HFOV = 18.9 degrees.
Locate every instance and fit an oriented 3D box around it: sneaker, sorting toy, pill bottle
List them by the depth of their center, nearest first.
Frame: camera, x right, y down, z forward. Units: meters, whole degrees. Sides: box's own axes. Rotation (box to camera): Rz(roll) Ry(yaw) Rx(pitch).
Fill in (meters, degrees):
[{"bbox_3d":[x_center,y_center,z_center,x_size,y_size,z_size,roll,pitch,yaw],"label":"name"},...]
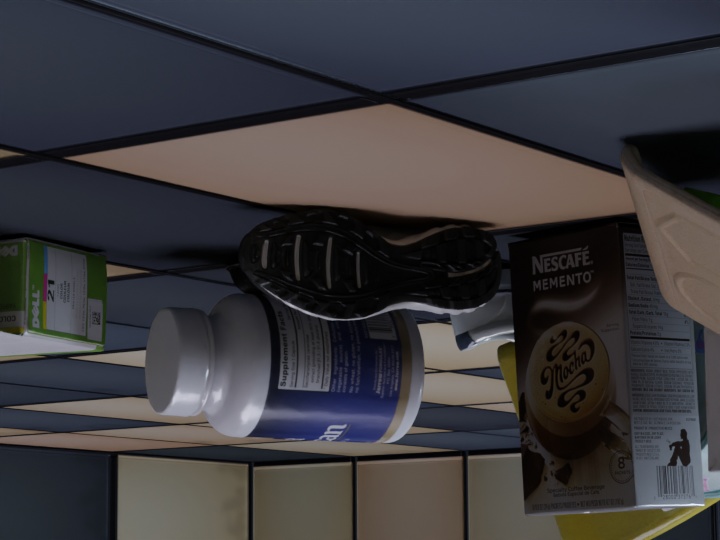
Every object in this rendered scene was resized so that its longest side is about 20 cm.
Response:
[{"bbox_3d":[0.245,0.014,1.282,0.200,0.036,0.185,37,169,27],"label":"sorting toy"},{"bbox_3d":[0.000,0.000,1.508,0.199,0.074,0.079,5,175,-33],"label":"sneaker"},{"bbox_3d":[-0.060,0.075,1.676,0.199,0.112,0.111,5,170,-23],"label":"pill bottle"},{"bbox_3d":[0.165,0.037,1.748,0.199,0.071,0.073,-1,172,-10],"label":"sneaker"}]

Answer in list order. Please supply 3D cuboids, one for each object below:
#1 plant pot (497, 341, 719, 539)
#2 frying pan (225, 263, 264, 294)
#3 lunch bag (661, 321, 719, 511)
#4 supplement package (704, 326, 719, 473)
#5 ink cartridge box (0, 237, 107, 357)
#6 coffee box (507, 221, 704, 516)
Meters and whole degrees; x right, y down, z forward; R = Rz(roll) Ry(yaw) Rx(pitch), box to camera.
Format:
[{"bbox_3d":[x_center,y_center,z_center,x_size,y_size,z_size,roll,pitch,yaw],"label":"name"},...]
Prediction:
[{"bbox_3d":[0.259,0.120,1.851,0.176,0.201,0.200,-20,179,27],"label":"plant pot"},{"bbox_3d":[-0.033,0.002,1.671,0.114,0.031,0.190,3,174,-25],"label":"frying pan"},{"bbox_3d":[0.253,0.085,1.641,0.160,0.201,0.077,-11,140,46],"label":"lunch bag"},{"bbox_3d":[0.338,0.056,1.433,0.111,0.157,0.200,7,169,-38],"label":"supplement package"},{"bbox_3d":[-0.302,0.016,1.586,0.147,0.076,0.200,-5,169,30],"label":"ink cartridge box"},{"bbox_3d":[0.176,0.073,1.556,0.080,0.201,0.113,4,170,-40],"label":"coffee box"}]
